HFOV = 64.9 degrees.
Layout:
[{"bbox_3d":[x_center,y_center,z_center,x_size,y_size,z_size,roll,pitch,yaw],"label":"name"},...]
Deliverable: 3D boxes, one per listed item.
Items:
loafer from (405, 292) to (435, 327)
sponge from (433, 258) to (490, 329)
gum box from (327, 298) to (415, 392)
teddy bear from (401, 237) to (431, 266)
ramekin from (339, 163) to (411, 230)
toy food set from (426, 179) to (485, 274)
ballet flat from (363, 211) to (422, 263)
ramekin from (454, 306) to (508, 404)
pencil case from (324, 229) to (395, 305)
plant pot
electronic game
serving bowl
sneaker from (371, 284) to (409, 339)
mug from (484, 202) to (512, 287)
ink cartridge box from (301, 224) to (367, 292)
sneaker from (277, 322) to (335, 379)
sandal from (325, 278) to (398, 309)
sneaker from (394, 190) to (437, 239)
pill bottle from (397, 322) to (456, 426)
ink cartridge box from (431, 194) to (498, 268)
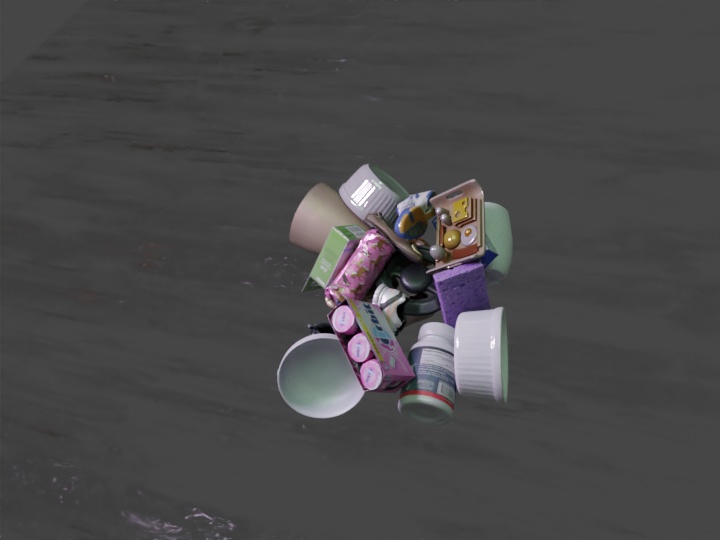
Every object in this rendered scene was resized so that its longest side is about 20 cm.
[{"bbox_3d":[0.091,0.103,1.374,0.199,0.069,0.076,-25,51,-10],"label":"loafer"},{"bbox_3d":[0.237,0.077,1.285,0.111,0.201,0.030,-20,34,-4],"label":"sponge"},{"bbox_3d":[0.024,0.162,1.183,0.066,0.113,0.201,-43,57,23],"label":"gum box"},{"bbox_3d":[0.101,-0.033,1.449,0.198,0.067,0.146,-5,51,-15],"label":"teddy bear"},{"bbox_3d":[0.051,-0.195,1.520,0.105,0.199,0.201,-49,50,19],"label":"ramekin"},{"bbox_3d":[0.211,-0.099,1.300,0.143,0.060,0.202,-22,55,45],"label":"toy food set"},{"bbox_3d":[0.084,-0.085,1.378,0.046,0.067,0.200,-47,56,-3],"label":"ballet flat"},{"bbox_3d":[0.259,0.179,1.205,0.097,0.201,0.202,-1,51,18],"label":"ramekin"},{"bbox_3d":[0.000,0.000,1.344,0.082,0.087,0.201,35,86,17],"label":"pencil case"},{"bbox_3d":[-0.056,-0.105,1.512,0.199,0.188,0.188,29,61,14],"label":"plant pot"},{"bbox_3d":[0.135,0.021,1.364,0.198,0.042,0.202,-3,55,4],"label":"electronic game"},{"bbox_3d":[-0.082,0.224,1.253,0.198,0.202,0.066,-13,20,0],"label":"serving bowl"},{"bbox_3d":[0.059,0.137,1.292,0.079,0.202,0.074,13,12,21],"label":"sneaker"},{"bbox_3d":[0.286,-0.047,1.423,0.199,0.147,0.177,-22,52,33],"label":"mug"},{"bbox_3d":[-0.059,-0.015,1.406,0.059,0.201,0.103,39,27,23],"label":"ink cartridge box"},{"bbox_3d":[-0.114,0.175,1.309,0.199,0.141,0.078,-28,51,-13],"label":"sneaker"},{"bbox_3d":[0.002,0.055,1.434,0.199,0.054,0.081,-22,58,-20],"label":"sandal"},{"bbox_3d":[0.122,-0.131,1.393,0.087,0.076,0.200,-1,27,33],"label":"sneaker"},{"bbox_3d":[0.156,0.222,1.236,0.118,0.120,0.201,6,53,15],"label":"pill bottle"},{"bbox_3d":[0.243,-0.079,1.338,0.094,0.044,0.201,-48,39,26],"label":"ink cartridge box"}]
